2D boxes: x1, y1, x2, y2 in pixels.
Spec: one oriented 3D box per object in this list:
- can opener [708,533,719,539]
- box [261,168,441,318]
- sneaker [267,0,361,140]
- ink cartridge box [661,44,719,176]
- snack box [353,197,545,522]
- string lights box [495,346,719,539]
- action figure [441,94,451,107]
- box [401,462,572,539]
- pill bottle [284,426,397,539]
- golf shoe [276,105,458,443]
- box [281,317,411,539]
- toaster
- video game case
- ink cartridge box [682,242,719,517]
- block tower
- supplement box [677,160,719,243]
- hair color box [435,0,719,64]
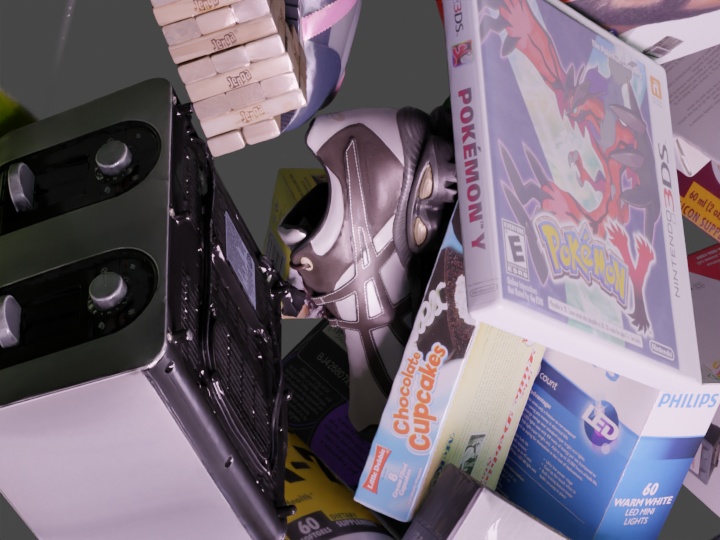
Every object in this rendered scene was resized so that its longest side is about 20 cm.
[{"bbox_3d":[0.139,0.226,1.138,0.200,0.053,0.067,-36,169,-13],"label":"can opener"},{"bbox_3d":[0.047,-0.015,1.165,0.198,0.050,0.076,-1,121,-20],"label":"box"},{"bbox_3d":[-0.026,-0.169,1.033,0.082,0.070,0.201,-28,138,-59],"label":"sneaker"},{"bbox_3d":[0.259,-0.131,1.211,0.200,0.173,0.044,-41,138,-9],"label":"ink cartridge box"},{"bbox_3d":[0.065,0.031,1.078,0.116,0.037,0.201,7,104,-65],"label":"snack box"},{"bbox_3d":[0.117,0.124,1.148,0.059,0.103,0.201,4,116,-40],"label":"string lights box"},{"bbox_3d":[0.118,-0.053,1.240,0.118,0.055,0.200,-36,137,-3],"label":"action figure"},{"bbox_3d":[0.087,0.217,1.050,0.199,0.048,0.159,34,89,-23],"label":"box"},{"bbox_3d":[-0.067,0.137,1.110,0.114,0.200,0.115,-23,133,-27],"label":"pill bottle"},{"bbox_3d":[0.000,0.000,1.094,0.094,0.078,0.201,9,117,0],"label":"golf shoe"},{"bbox_3d":[0.043,0.114,1.247,0.106,0.122,0.200,-44,139,-6],"label":"box"},{"bbox_3d":[-0.107,0.038,1.000,0.118,0.182,0.200,-13,139,12],"label":"toaster"},{"bbox_3d":[0.107,-0.045,1.011,0.023,0.184,0.199,-16,158,33],"label":"video game case"},{"bbox_3d":[0.258,0.077,1.348,0.147,0.200,0.086,-19,131,-30],"label":"ink cartridge box"},{"bbox_3d":[-0.079,-0.157,0.944,0.054,0.058,0.201,-17,121,7],"label":"block tower"},{"bbox_3d":[0.294,-0.099,1.314,0.085,0.110,0.201,17,108,-46],"label":"supplement box"},{"bbox_3d":[0.144,-0.156,1.093,0.199,0.064,0.111,-20,157,9],"label":"hair color box"}]
